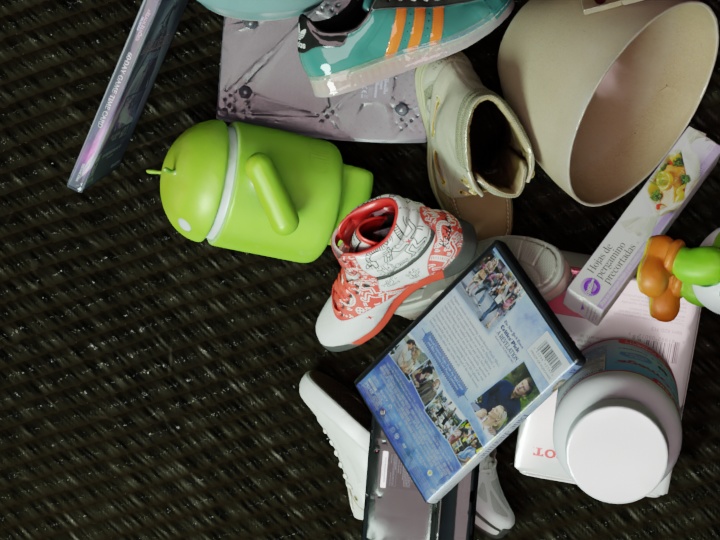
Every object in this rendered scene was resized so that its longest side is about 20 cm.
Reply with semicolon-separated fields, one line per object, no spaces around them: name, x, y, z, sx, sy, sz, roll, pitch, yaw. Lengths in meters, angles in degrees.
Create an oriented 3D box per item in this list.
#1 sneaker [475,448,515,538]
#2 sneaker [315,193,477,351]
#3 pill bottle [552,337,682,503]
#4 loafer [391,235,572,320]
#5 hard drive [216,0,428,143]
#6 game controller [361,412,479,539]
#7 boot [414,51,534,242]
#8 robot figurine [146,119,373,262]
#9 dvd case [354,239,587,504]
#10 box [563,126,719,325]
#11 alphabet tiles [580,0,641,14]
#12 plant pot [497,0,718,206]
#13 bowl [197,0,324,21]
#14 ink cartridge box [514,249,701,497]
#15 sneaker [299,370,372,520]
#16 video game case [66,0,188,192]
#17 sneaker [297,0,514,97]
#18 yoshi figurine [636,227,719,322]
sneaker;0.111;0.150;1.735;0.115;0.076;0.201;-34;92;15
sneaker;0.000;-0.001;1.661;0.108;0.067;0.201;22;137;-39
pill bottle;0.219;0.129;1.565;0.108;0.200;0.109;1;101;7
loafer;0.113;0.015;1.684;0.200;0.063;0.072;-7;58;37
hard drive;-0.029;-0.191;1.702;0.199;0.042;0.135;6;102;5
game controller;0.057;0.186;1.699;0.104;0.042;0.201;5;90;17
boot;0.110;-0.087;1.631;0.072;0.155;0.200;-20;116;-7
robot figurine;-0.093;-0.073;1.682;0.199;0.175;0.116;11;86;-17
dvd case;0.093;0.090;1.626;0.200;0.018;0.143;-46;58;23
box;0.254;-0.041;1.642;0.039;0.041;0.200;34;73;13
alphabet tiles;0.229;-0.298;1.583;0.167;0.200;0.008;-13;137;10
plant pot;0.200;-0.177;1.614;0.134;0.200;0.201;38;106;29
bowl;-0.089;-0.291;1.630;0.200;0.201;0.105;6;121;7
ink cartridge box;0.228;0.094;1.703;0.146;0.083;0.201;9;102;6
sneaker;0.000;0.187;1.755;0.200;0.073;0.085;46;105;3
video game case;-0.208;-0.175;1.680;0.019;0.143;0.200;26;104;0
sneaker;0.039;-0.224;1.618;0.200;0.071;0.080;-24;112;-9
yoshi figurine;0.340;0.031;1.563;0.199;0.112;0.112;6;117;23
